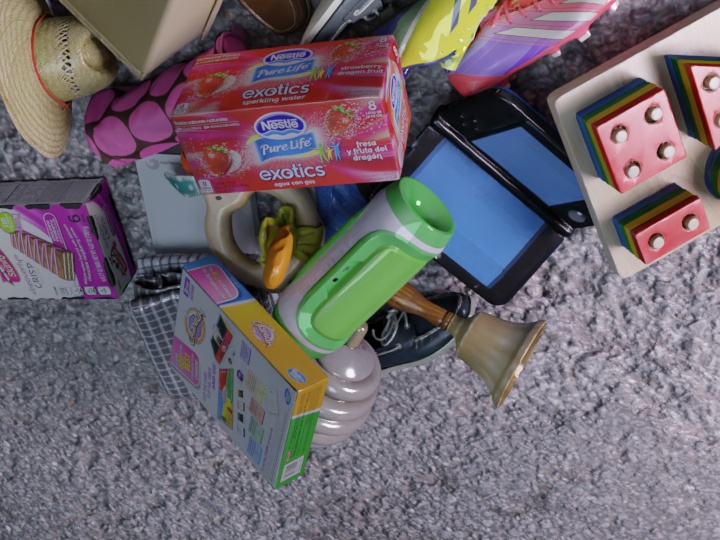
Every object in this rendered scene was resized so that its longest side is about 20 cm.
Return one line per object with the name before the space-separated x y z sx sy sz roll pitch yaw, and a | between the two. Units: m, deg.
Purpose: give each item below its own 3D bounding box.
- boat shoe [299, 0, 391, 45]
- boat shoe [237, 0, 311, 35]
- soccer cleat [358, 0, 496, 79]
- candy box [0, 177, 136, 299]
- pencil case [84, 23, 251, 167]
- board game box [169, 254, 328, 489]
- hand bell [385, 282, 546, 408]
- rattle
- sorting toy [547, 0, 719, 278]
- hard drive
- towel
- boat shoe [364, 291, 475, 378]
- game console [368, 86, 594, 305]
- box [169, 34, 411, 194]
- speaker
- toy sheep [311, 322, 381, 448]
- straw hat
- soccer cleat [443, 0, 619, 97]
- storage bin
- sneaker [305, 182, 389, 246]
boat shoe | 0.009 -0.260 1.037 0.062 0.073 0.200 31 127 -17
boat shoe | -0.123 -0.300 1.048 0.072 0.068 0.200 -26 114 30
soccer cleat | 0.087 -0.234 1.020 0.199 0.065 0.084 -33 84 28
candy box | -0.384 -0.035 1.318 0.198 0.061 0.137 -1 125 17
pencil case | -0.195 -0.179 1.147 0.199 0.095 0.091 -18 163 26
board game box | -0.121 0.104 1.144 0.200 0.040 0.154 44 138 29
hand bell | 0.086 0.050 1.177 0.199 0.104 0.105 30 129 14
rattle | -0.144 -0.059 1.126 0.200 0.143 0.130 45 125 2
sorting toy | 0.299 -0.111 1.005 0.198 0.070 0.201 -29 117 -2
hard drive | -0.179 -0.051 1.270 0.131 0.027 0.201 4 125 14
towel | -0.168 0.073 1.288 0.164 0.086 0.201 1 136 15
boat shoe | 0.042 0.068 1.264 0.199 0.075 0.062 -26 126 39
game console | 0.139 -0.064 1.089 0.199 0.119 0.170 36 162 -21
box | -0.060 -0.142 1.015 0.198 0.100 0.096 -3 133 15
speaker | 0.000 0.000 1.093 0.088 0.089 0.200 39 118 -13
toy sheep | -0.044 0.125 1.221 0.137 0.138 0.200 31 131 -7
straw hat | -0.285 -0.210 1.091 0.084 0.202 0.202 -9 123 6
soccer cleat | 0.157 -0.231 1.023 0.199 0.067 0.077 -33 106 35
storage bin | -0.214 -0.308 0.991 0.199 0.094 0.200 44 151 -2
sneaker | 0.005 -0.066 1.173 0.110 0.077 0.201 2 119 26
